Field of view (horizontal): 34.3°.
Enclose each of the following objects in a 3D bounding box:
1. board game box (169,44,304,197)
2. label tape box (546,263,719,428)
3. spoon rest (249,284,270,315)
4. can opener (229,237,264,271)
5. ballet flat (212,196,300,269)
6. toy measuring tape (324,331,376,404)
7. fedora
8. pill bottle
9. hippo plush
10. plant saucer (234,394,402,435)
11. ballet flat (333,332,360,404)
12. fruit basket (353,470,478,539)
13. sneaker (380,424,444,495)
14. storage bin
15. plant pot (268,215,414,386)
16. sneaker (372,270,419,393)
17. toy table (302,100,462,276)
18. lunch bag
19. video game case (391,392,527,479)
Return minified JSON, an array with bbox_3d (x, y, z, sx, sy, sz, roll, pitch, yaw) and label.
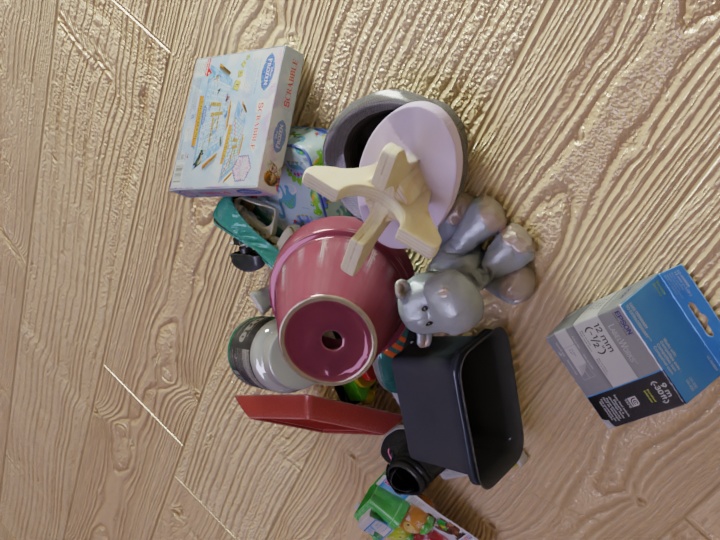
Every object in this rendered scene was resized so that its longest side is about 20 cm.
[{"bbox_3d":[-0.174,-0.203,1.627,0.198,0.041,0.202,3,79,45],"label":"board game box"},{"bbox_3d":[0.339,0.095,1.400,0.144,0.066,0.200,55,144,-2],"label":"label tape box"},{"bbox_3d":[-0.085,0.006,1.787,0.199,0.061,0.100,-28,96,38],"label":"spoon rest"},{"bbox_3d":[-0.133,-0.032,1.774,0.199,0.052,0.067,5,111,55],"label":"can opener"},{"bbox_3d":[-0.123,-0.048,1.648,0.199,0.067,0.071,36,119,14],"label":"ballet flat"},{"bbox_3d":[-0.019,0.114,1.768,0.073,0.074,0.201,1,123,45],"label":"toy measuring tape"},{"bbox_3d":[0.058,-0.152,1.479,0.199,0.090,0.178,-26,101,40],"label":"fedora"},{"bbox_3d":[-0.125,0.127,1.775,0.114,0.113,0.200,61,159,-10],"label":"pill bottle"},{"bbox_3d":[0.109,-0.001,1.486,0.199,0.160,0.161,1,119,45],"label":"hippo plush"},{"bbox_3d":[-0.067,0.228,1.829,0.199,0.199,0.037,-7,70,49],"label":"plant saucer"},{"bbox_3d":[-0.057,0.124,1.835,0.200,0.057,0.066,50,143,4],"label":"ballet flat"},{"bbox_3d":[0.090,0.415,1.870,0.199,0.094,0.185,39,150,4],"label":"fruit basket"},{"bbox_3d":[0.062,0.290,1.768,0.071,0.099,0.199,58,151,-9],"label":"sneaker"},{"bbox_3d":[0.132,0.176,1.600,0.133,0.145,0.202,4,114,38],"label":"storage bin"},{"bbox_3d":[-0.031,0.051,1.529,0.198,0.179,0.202,3,114,6],"label":"plant pot"},{"bbox_3d":[0.066,0.092,1.665,0.079,0.071,0.202,17,121,33],"label":"sneaker"},{"bbox_3d":[0.034,-0.093,1.392,0.182,0.117,0.202,22,127,21],"label":"toy table"},{"bbox_3d":[-0.104,-0.125,1.676,0.199,0.082,0.162,8,122,43],"label":"lunch bag"},{"bbox_3d":[0.136,0.213,1.733,0.181,0.023,0.201,-23,100,51],"label":"video game case"}]
